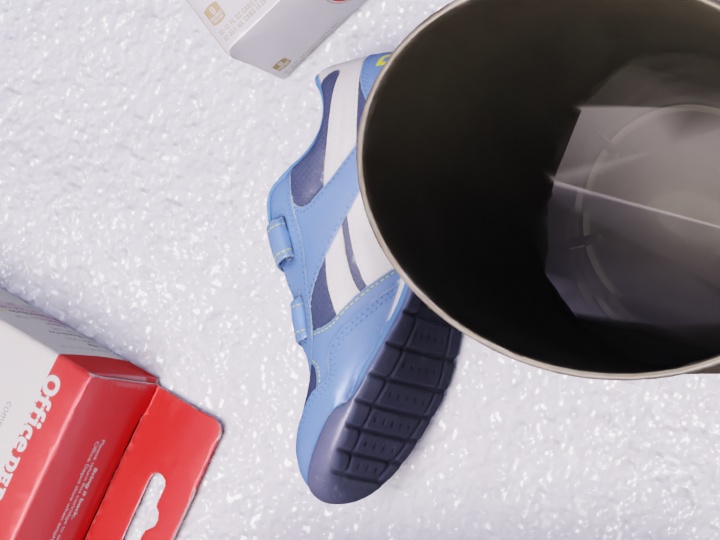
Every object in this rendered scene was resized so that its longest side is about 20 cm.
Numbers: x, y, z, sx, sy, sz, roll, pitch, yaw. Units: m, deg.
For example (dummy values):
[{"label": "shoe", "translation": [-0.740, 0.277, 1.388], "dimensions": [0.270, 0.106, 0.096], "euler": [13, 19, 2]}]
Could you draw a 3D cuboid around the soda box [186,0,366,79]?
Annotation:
[{"label": "soda box", "translation": [0.005, -0.179, 1.001], "dimensions": [0.200, 0.064, 0.068], "euler": [-43, 69, 14]}]

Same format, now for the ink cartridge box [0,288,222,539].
[{"label": "ink cartridge box", "translation": [-0.175, 0.074, 1.049], "dimensions": [0.199, 0.067, 0.117], "euler": [27, 95, 24]}]

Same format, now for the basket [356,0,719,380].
[{"label": "basket", "translation": [0.119, -0.023, 0.856], "dimensions": [0.179, 0.200, 0.137], "euler": [15, 91, 25]}]

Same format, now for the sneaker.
[{"label": "sneaker", "translation": [0.000, 0.000, 0.980], "dimensions": [0.082, 0.074, 0.202], "euler": [9, 80, 26]}]
